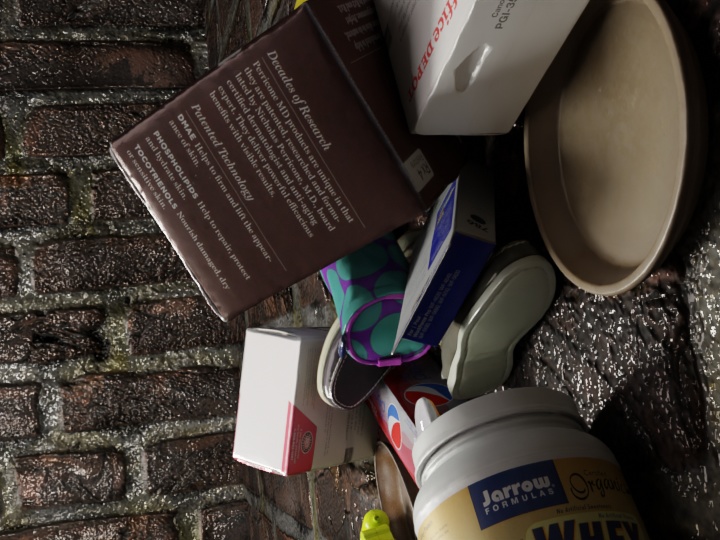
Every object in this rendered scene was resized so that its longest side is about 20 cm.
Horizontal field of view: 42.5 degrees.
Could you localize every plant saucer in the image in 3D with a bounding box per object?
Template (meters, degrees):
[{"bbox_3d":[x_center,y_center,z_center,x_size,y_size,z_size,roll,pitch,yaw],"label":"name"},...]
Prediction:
[{"bbox_3d":[0.157,-0.085,0.584,0.200,0.029,0.202,175,90,-76],"label":"plant saucer"},{"bbox_3d":[0.058,0.281,1.004,0.200,0.032,0.202,166,90,-78],"label":"plant saucer"}]

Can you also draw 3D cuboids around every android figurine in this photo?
[{"bbox_3d":[0.034,0.358,1.026,0.201,0.041,0.183,92,162,-54],"label":"android figurine"}]

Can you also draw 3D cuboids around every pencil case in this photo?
[{"bbox_3d":[0.000,0.000,0.856,0.201,0.084,0.093,-113,28,-49],"label":"pencil case"}]

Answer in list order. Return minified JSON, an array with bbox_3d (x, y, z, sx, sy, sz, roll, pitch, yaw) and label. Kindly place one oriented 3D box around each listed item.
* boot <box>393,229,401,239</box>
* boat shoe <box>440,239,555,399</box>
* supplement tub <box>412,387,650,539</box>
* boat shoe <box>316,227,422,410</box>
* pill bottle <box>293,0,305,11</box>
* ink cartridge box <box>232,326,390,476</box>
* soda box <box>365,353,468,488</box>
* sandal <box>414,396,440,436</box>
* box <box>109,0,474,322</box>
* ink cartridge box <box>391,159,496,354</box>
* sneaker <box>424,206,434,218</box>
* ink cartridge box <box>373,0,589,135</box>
[{"bbox_3d":[0.025,-0.024,1.013,0.151,0.073,0.202,-155,58,-74],"label":"boot"},{"bbox_3d":[0.101,0.034,0.745,0.202,0.071,0.061,101,154,-56],"label":"boat shoe"},{"bbox_3d":[0.115,0.191,0.590,0.145,0.143,0.201,104,156,-49],"label":"supplement tub"},{"bbox_3d":[0.027,0.052,0.907,0.201,0.072,0.065,-56,28,-1],"label":"boat shoe"},{"bbox_3d":[-0.017,-0.189,0.842,0.112,0.111,0.201,-113,37,-51],"label":"pill bottle"},{"bbox_3d":[-0.043,0.138,1.035,0.084,0.199,0.147,7,91,35],"label":"ink cartridge box"},{"bbox_3d":[0.057,0.139,0.937,0.200,0.069,0.064,-131,36,-66],"label":"soda box"},{"bbox_3d":[0.111,0.196,0.792,0.208,0.059,0.079,63,170,5],"label":"sandal"},{"bbox_3d":[-0.047,-0.095,0.727,0.165,0.199,0.166,58,-154,-8],"label":"box"},{"bbox_3d":[0.069,-0.012,0.729,0.200,0.039,0.100,-70,6,-63],"label":"ink cartridge box"},{"bbox_3d":[0.035,-0.106,0.906,0.079,0.079,0.200,-56,23,-2],"label":"sneaker"},{"bbox_3d":[0.070,-0.215,0.649,0.147,0.082,0.201,117,145,-55],"label":"ink cartridge box"}]
